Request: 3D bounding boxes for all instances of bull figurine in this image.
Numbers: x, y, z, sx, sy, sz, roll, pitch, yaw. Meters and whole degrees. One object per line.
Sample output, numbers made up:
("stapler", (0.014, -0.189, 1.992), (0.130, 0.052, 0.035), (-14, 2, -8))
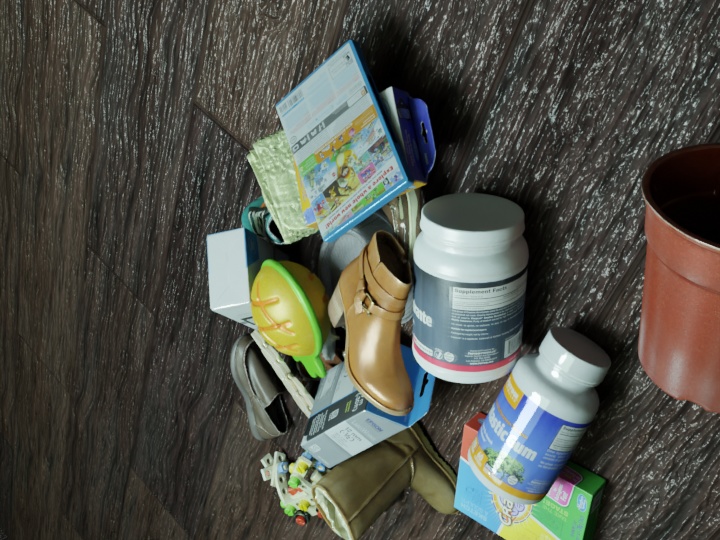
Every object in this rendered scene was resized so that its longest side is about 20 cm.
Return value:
("bull figurine", (-0.056, 0.118, 1.330), (0.120, 0.065, 0.202), (8, 134, 22))

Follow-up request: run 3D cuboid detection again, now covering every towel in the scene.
("towel", (-0.045, -0.137, 1.166), (0.198, 0.036, 0.150), (-22, 93, 12))

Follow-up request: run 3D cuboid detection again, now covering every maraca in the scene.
("maraca", (-0.093, 0.070, 1.212), (0.137, 0.106, 0.202), (41, 152, 41))

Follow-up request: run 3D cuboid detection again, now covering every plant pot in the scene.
("plant pot", (0.352, 0.014, 0.815), (0.199, 0.200, 0.197), (26, 134, 33))

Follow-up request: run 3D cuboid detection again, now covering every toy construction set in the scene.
("toy construction set", (-0.104, 0.370, 1.496), (0.131, 0.093, 0.199), (46, 149, -17))

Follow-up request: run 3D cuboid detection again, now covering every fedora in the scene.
("fedora", (0.000, 0.000, 1.214), (0.176, 0.090, 0.202), (38, 132, 26))

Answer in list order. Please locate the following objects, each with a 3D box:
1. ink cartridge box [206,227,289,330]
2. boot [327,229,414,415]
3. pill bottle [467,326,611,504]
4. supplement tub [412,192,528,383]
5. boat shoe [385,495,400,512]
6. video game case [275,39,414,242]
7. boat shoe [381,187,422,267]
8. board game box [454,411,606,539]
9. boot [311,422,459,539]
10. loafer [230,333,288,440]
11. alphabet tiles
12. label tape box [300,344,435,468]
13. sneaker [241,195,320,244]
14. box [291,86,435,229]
("ink cartridge box", (-0.157, 0.021, 1.325), (0.066, 0.200, 0.118), (-12, 72, 17))
("boot", (0.032, 0.065, 1.077), (0.201, 0.073, 0.155), (58, 138, 24))
("pill bottle", (0.219, 0.173, 1.049), (0.112, 0.111, 0.202), (36, 115, 27))
("supplement tub", (0.133, 0.021, 1.057), (0.139, 0.140, 0.203), (20, 122, 37))
("boat shoe", (0.017, 0.285, 1.351), (0.071, 0.075, 0.203), (18, 119, 40))
("video game case", (-0.024, -0.157, 1.052), (0.142, 0.018, 0.202), (-33, 67, 32))
("boat shoe", (0.041, -0.106, 1.105), (0.074, 0.075, 0.206), (-2, 90, 4))
("board game box", (0.225, 0.306, 1.178), (0.198, 0.040, 0.155), (24, 125, 35))
("boot", (0.043, 0.328, 1.247), (0.176, 0.199, 0.066), (53, 138, 4))
("loafer", (-0.166, 0.202, 1.501), (0.070, 0.073, 0.203), (-2, 113, 34))
("alphabet tiles", (-0.109, 0.180, 1.362), (0.195, 0.015, 0.201), (39, 161, 48))
("label tape box", (0.016, 0.172, 1.210), (0.066, 0.144, 0.199), (40, 127, -19))
("sneaker", (-0.128, -0.079, 1.310), (0.198, 0.079, 0.072), (-3, 107, 45))
("box", (0.002, -0.139, 1.065), (0.198, 0.041, 0.121), (-22, 74, 38))
